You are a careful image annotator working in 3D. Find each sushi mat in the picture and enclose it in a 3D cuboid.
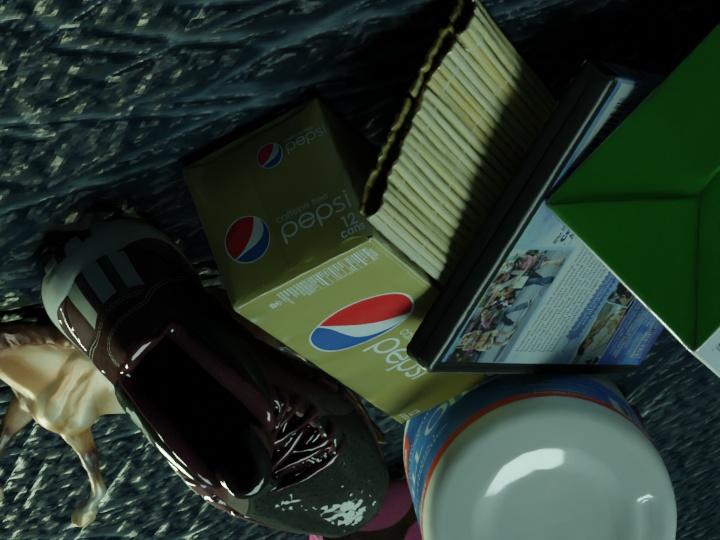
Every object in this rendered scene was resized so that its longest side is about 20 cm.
[{"bbox_3d":[0.054,-0.036,1.113,0.096,0.012,0.200,-63,155,-6],"label":"sushi mat"}]

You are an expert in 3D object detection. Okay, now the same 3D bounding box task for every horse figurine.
[{"bbox_3d":[-0.089,0.053,1.183,0.200,0.050,0.133,-9,137,-12],"label":"horse figurine"}]

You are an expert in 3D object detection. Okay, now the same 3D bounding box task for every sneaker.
[{"bbox_3d":[-0.046,0.071,1.104,0.076,0.116,0.200,-44,126,5],"label":"sneaker"}]

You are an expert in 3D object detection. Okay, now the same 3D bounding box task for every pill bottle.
[{"bbox_3d":[0.077,0.092,1.267,0.112,0.112,0.200,-23,-170,1],"label":"pill bottle"}]

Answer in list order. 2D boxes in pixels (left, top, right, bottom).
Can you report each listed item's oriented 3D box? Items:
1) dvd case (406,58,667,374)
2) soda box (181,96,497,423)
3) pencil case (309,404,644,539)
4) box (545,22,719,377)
[{"bbox_3d":[0.106,-0.017,1.165,0.143,0.018,0.200,-58,154,15],"label":"dvd case"},{"bbox_3d":[0.000,0.000,1.141,0.064,0.068,0.200,-27,157,10],"label":"soda box"},{"bbox_3d":[0.070,0.144,1.495,0.200,0.091,0.094,-16,156,-10],"label":"pencil case"},{"bbox_3d":[0.200,-0.044,1.124,0.200,0.097,0.176,-46,154,6],"label":"box"}]
